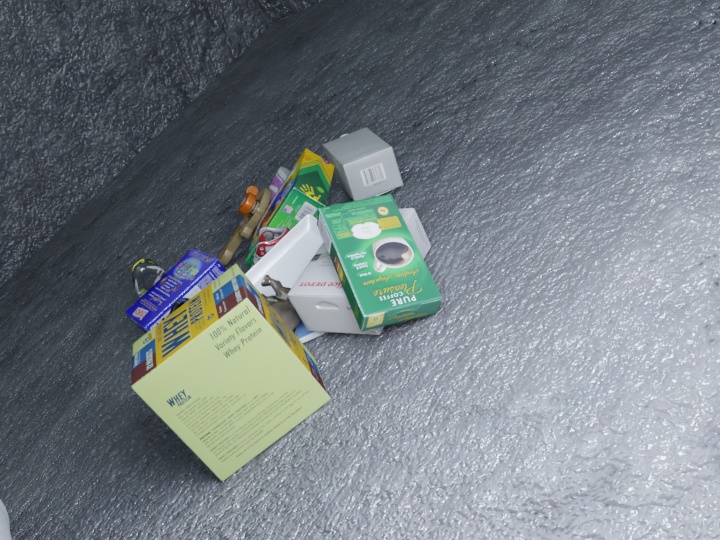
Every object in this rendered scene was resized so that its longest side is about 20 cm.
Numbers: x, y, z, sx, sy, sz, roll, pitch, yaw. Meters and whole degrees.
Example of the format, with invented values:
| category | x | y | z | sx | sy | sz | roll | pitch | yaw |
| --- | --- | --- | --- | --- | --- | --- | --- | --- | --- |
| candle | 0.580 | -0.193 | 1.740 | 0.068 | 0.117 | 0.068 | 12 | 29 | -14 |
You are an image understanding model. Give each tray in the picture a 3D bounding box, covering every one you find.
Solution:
| category | x | y | z | sx | sy | sz | roll | pitch | yaw |
| --- | --- | --- | --- | --- | --- | --- | --- | --- | --- |
| tray | -0.122 | 0.000 | 1.498 | 0.200 | 0.107 | 0.022 | -45 | -19 | -14 |

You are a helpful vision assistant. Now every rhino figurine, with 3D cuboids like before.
| category | x | y | z | sx | sy | sz | roll | pitch | yaw |
| --- | --- | --- | --- | --- | --- | --- | --- | --- | --- |
| rhino figurine | -0.156 | 0.105 | 1.370 | 0.060 | 0.087 | 0.201 | 99 | -165 | -57 |

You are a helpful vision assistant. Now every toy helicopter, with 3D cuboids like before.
| category | x | y | z | sx | sy | sz | roll | pitch | yaw |
| --- | --- | --- | --- | --- | --- | --- | --- | --- | --- |
| toy helicopter | -0.251 | -0.096 | 1.833 | 0.200 | 0.078 | 0.133 | -53 | 22 | 22 |

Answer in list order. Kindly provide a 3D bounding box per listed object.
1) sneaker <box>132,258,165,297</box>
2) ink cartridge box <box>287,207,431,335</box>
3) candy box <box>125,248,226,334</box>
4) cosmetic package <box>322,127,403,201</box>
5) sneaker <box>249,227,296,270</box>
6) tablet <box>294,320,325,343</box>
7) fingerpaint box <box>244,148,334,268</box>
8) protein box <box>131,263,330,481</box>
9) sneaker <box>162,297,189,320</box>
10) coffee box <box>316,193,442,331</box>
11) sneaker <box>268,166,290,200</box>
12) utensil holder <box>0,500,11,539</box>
| category | x | y | z | sx | sy | sz | roll | pitch | yaw |
| --- | --- | --- | --- | --- | --- | --- | --- | --- | --- |
| sneaker | -0.469 | 0.013 | 1.856 | 0.075 | 0.085 | 0.200 | -47 | -9 | -9 |
| ink cartridge box | 0.000 | 0.000 | 1.326 | 0.144 | 0.085 | 0.201 | -1 | 42 | 37 |
| candy box | -0.371 | 0.057 | 1.755 | 0.200 | 0.077 | 0.169 | -44 | 26 | -15 |
| cosmetic package | 0.002 | -0.211 | 1.685 | 0.106 | 0.091 | 0.200 | -21 | 21 | -4 |
| sneaker | -0.188 | -0.005 | 1.571 | 0.199 | 0.113 | 0.071 | -32 | 25 | 12 |
| tablet | -0.046 | 0.039 | 1.427 | 0.129 | 0.014 | 0.201 | -27 | 28 | 22 |
| fingerpaint box | -0.137 | -0.110 | 1.647 | 0.200 | 0.073 | 0.167 | -52 | 15 | 30 |
| protein box | -0.186 | 0.143 | 1.212 | 0.198 | 0.200 | 0.135 | -37 | 25 | 1 |
| sneaker | -0.319 | 0.103 | 1.560 | 0.198 | 0.115 | 0.081 | -7 | 37 | 48 |
| coffee box | 0.023 | -0.015 | 1.220 | 0.122 | 0.044 | 0.201 | -13 | 57 | -19 |
| sneaker | -0.159 | -0.136 | 1.834 | 0.115 | 0.072 | 0.201 | -54 | 28 | 11 |
| utensil holder | -0.621 | 0.448 | 1.317 | 0.170 | 0.170 | 0.200 | -44 | 28 | -14 |
